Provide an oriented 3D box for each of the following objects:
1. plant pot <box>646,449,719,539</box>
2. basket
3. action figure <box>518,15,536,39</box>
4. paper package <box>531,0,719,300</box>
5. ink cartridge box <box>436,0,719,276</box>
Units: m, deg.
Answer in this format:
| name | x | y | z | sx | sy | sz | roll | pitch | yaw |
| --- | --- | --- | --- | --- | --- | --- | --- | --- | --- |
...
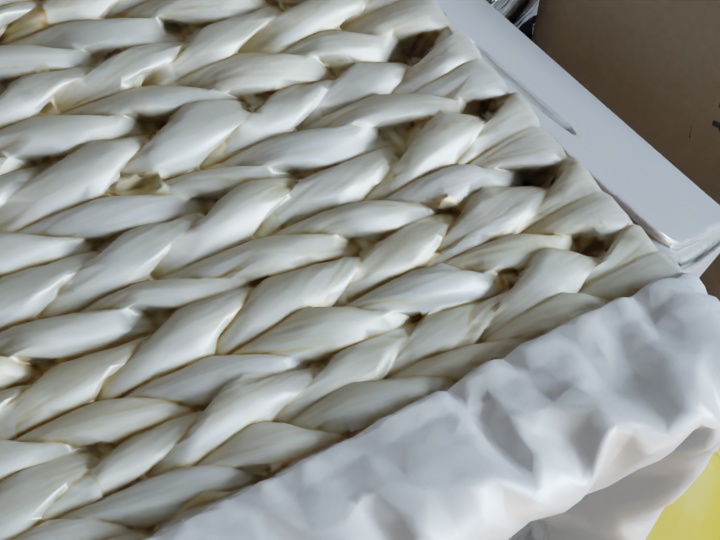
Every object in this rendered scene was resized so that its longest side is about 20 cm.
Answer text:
| name | x | y | z | sx | sy | sz | roll | pitch | yaw |
| --- | --- | --- | --- | --- | --- | --- | --- | --- | --- |
| plant pot | 0.102 | 0.036 | 1.257 | 0.189 | 0.201 | 0.201 | -61 | 173 | -13 |
| basket | -0.076 | 0.040 | 0.478 | 0.200 | 0.161 | 0.198 | -21 | 157 | -35 |
| action figure | 0.108 | -0.078 | 1.063 | 0.200 | 0.102 | 0.119 | -55 | 179 | 31 |
| paper package | 0.156 | -0.069 | 0.884 | 0.103 | 0.190 | 0.200 | -40 | 147 | -51 |
| ink cartridge box | -0.004 | 0.017 | 0.834 | 0.200 | 0.145 | 0.084 | -52 | 169 | 21 |
